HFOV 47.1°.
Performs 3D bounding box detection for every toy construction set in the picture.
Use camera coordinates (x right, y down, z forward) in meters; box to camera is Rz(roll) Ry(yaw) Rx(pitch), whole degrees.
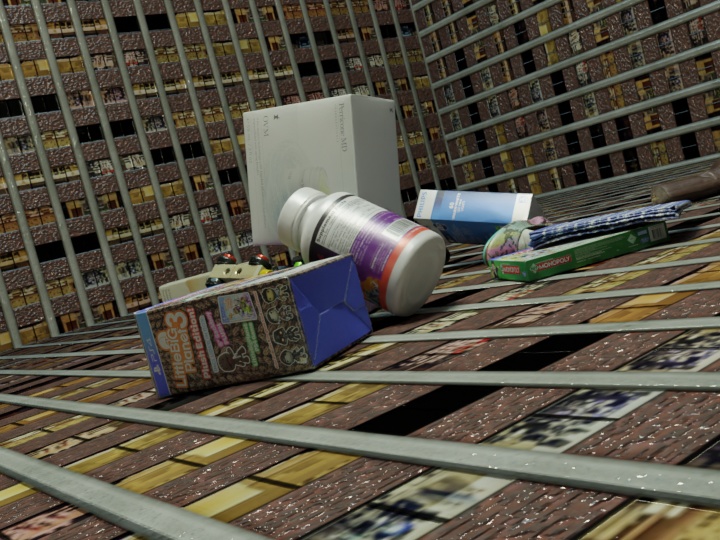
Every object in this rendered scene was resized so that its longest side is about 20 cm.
[{"bbox_3d":[-0.127,0.041,1.073,0.199,0.131,0.092,-13,48,31],"label":"toy construction set"}]

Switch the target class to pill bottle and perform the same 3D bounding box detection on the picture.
[{"bbox_3d":[-0.004,-0.031,1.032,0.200,0.112,0.111,27,26,28],"label":"pill bottle"}]

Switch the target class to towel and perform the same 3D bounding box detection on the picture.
[{"bbox_3d":[0.338,-0.064,1.119,0.199,0.024,0.145,-11,3,29],"label":"towel"}]

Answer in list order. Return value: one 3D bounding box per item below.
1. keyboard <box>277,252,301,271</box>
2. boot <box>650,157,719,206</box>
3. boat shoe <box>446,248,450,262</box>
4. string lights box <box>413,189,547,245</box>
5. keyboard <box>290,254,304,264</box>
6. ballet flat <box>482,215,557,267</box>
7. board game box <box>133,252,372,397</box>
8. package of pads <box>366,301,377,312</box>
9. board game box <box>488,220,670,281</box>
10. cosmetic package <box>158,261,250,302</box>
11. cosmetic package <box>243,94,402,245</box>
[{"bbox_3d":[-0.030,-0.007,1.292,0.199,0.021,0.127,-6,-25,-4],"label":"keyboard"},{"bbox_3d":[0.630,-0.164,1.571,0.199,0.064,0.186,-20,2,1],"label":"boot"},{"bbox_3d":[0.067,-0.044,1.444,0.199,0.070,0.066,21,-18,-20],"label":"boat shoe"},{"bbox_3d":[0.203,-0.086,1.395,0.199,0.059,0.103,6,-19,28],"label":"string lights box"},{"bbox_3d":[0.000,0.000,1.245,0.127,0.021,0.200,-20,-26,29],"label":"keyboard"},{"bbox_3d":[0.258,-0.042,1.239,0.071,0.069,0.200,11,18,34],"label":"ballet flat"},{"bbox_3d":[-0.114,0.058,0.913,0.199,0.097,0.159,-13,4,26],"label":"board game box"},{"bbox_3d":[-0.072,0.040,1.170,0.199,0.076,0.120,-12,0,27],"label":"package of pads"},{"bbox_3d":[0.287,-0.026,1.102,0.199,0.029,0.135,-16,5,-11],"label":"board game box"},{"bbox_3d":[-0.273,0.051,1.588,0.199,0.106,0.071,-16,5,7],"label":"cosmetic package"},{"bbox_3d":[-0.055,-0.142,1.214,0.199,0.200,0.123,-2,4,33],"label":"cosmetic package"}]
